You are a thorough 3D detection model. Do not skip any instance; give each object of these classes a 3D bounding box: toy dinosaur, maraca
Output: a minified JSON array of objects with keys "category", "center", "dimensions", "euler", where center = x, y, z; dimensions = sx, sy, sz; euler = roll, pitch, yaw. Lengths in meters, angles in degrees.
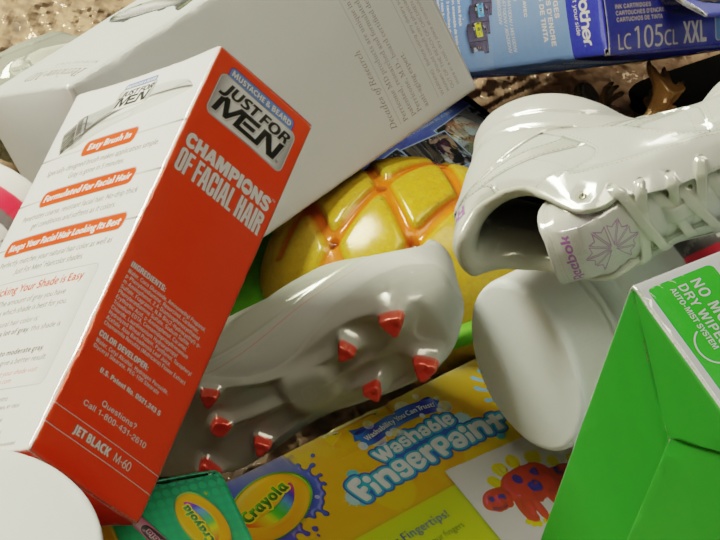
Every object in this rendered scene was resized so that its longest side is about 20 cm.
[{"category":"toy dinosaur","center":[0.150,-0.047,1.222],"dimensions":[0.060,0.106,0.200],"euler":[30,30,-16]},{"category":"maraca","center":[0.000,0.000,1.135],"dimensions":[0.199,0.107,0.137],"euler":[-1,34,17]}]

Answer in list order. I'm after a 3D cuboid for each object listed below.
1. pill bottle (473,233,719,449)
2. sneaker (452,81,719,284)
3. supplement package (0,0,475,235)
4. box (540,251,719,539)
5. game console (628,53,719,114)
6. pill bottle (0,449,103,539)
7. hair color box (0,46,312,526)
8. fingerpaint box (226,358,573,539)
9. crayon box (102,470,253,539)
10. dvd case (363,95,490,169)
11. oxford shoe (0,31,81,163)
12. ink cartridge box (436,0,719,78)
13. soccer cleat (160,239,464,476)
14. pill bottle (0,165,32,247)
[{"category":"pill bottle","center":[0.154,0.009,1.056],"dimensions":[0.199,0.111,0.111],"euler":[-23,58,-28]},{"category":"sneaker","center":[0.130,-0.029,0.941],"dimensions":[0.199,0.075,0.100],"euler":[-6,37,31]},{"category":"supplement package","center":[-0.066,-0.089,1.128],"dimensions":[0.200,0.117,0.118],"euler":[-36,109,-26]},{"category":"box","center":[0.185,0.068,0.940],"dimensions":[0.176,0.200,0.097],"euler":[-19,57,-23]},{"category":"game console","center":[0.288,-0.067,1.355],"dimensions":[0.199,0.117,0.176],"euler":[-19,26,-33]},{"category":"pill bottle","center":[-0.150,0.162,0.855],"dimensions":[0.110,0.201,0.111],"euler":[9,44,-9]},{"category":"hair color box","center":[-0.108,0.010,0.946],"dimensions":[0.064,0.111,0.201],"euler":[39,59,-30]},{"category":"fingerpaint box","center":[0.039,0.145,1.025],"dimensions":[0.199,0.074,0.167],"euler":[-24,59,-38]},{"category":"crayon box","center":[-0.057,0.197,0.910],"dimensions":[0.058,0.119,0.200],"euler":[-9,50,-26]},{"category":"dvd case","center":[0.057,-0.033,1.244],"dimensions":[0.200,0.018,0.142],"euler":[40,47,21]},{"category":"oxford shoe","center":[-0.116,-0.104,1.218],"dimensions":[0.199,0.075,0.058],"euler":[-9,44,-22]},{"category":"ink cartridge box","center":[0.133,-0.152,1.249],"dimensions":[0.136,0.200,0.077],"euler":[-9,93,-38]},{"category":"soccer cleat","center":[-0.040,0.043,1.053],"dimensions":[0.199,0.069,0.078],"euler":[-20,27,20]},{"category":"pill bottle","center":[-0.219,0.042,1.001],"dimensions":[0.110,0.111,0.200],"euler":[32,46,13]}]
